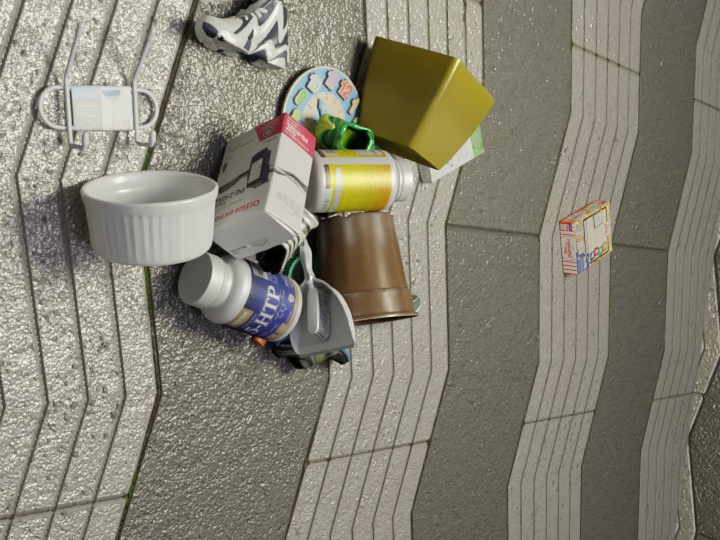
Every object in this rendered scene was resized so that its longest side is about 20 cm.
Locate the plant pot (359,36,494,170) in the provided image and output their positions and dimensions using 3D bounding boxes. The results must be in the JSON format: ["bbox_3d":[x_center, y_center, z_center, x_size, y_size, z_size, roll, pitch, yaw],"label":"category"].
[{"bbox_3d":[0.112,-0.313,1.638,0.199,0.199,0.178,26,89,-58],"label":"plant pot"}]

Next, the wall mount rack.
[{"bbox_3d":[-0.369,-0.269,1.239,0.199,0.074,0.176,-11,105,-45],"label":"wall mount rack"}]

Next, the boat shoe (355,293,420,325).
[{"bbox_3d":[0.052,0.066,1.742,0.198,0.072,0.063,-11,109,-39],"label":"boat shoe"}]

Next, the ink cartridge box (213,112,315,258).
[{"bbox_3d":[-0.163,-0.138,1.379,0.084,0.144,0.202,37,48,-39],"label":"ink cartridge box"}]

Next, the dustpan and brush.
[{"bbox_3d":[-0.082,0.044,1.490,0.057,0.138,0.203,15,65,-51],"label":"dustpan and brush"}]

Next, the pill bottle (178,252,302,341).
[{"bbox_3d":[-0.206,0.041,1.433,0.199,0.119,0.121,24,80,-45],"label":"pill bottle"}]

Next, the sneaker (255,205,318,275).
[{"bbox_3d":[-0.149,-0.050,1.440,0.076,0.200,0.116,42,72,-10],"label":"sneaker"}]

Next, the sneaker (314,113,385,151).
[{"bbox_3d":[-0.006,-0.228,1.574,0.199,0.083,0.075,21,90,-53],"label":"sneaker"}]

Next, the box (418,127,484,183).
[{"bbox_3d":[0.194,-0.296,1.850,0.199,0.036,0.146,-31,119,-37],"label":"box"}]

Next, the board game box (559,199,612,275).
[{"bbox_3d":[0.628,-0.094,2.328,0.199,0.046,0.153,-26,115,-41],"label":"board game box"}]

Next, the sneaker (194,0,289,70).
[{"bbox_3d":[-0.188,-0.422,1.397,0.198,0.079,0.131,9,90,-47],"label":"sneaker"}]

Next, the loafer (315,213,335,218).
[{"bbox_3d":[-0.059,-0.133,1.593,0.198,0.075,0.069,5,96,-37],"label":"loafer"}]

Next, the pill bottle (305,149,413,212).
[{"bbox_3d":[-0.009,-0.160,1.502,0.198,0.109,0.111,-4,101,-26],"label":"pill bottle"}]

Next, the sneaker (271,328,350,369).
[{"bbox_3d":[-0.097,0.151,1.617,0.199,0.071,0.083,20,106,-49],"label":"sneaker"}]

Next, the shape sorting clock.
[{"bbox_3d":[-0.069,-0.280,1.575,0.199,0.039,0.203,-10,104,-45],"label":"shape sorting clock"}]

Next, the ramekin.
[{"bbox_3d":[-0.311,-0.079,1.252,0.199,0.199,0.099,-18,117,-43],"label":"ramekin"}]

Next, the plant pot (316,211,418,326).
[{"bbox_3d":[0.000,0.000,1.586,0.199,0.199,0.201,0,80,-46],"label":"plant pot"}]

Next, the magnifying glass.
[{"bbox_3d":[-0.139,0.055,1.577,0.201,0.022,0.080,-57,132,-22],"label":"magnifying glass"}]
